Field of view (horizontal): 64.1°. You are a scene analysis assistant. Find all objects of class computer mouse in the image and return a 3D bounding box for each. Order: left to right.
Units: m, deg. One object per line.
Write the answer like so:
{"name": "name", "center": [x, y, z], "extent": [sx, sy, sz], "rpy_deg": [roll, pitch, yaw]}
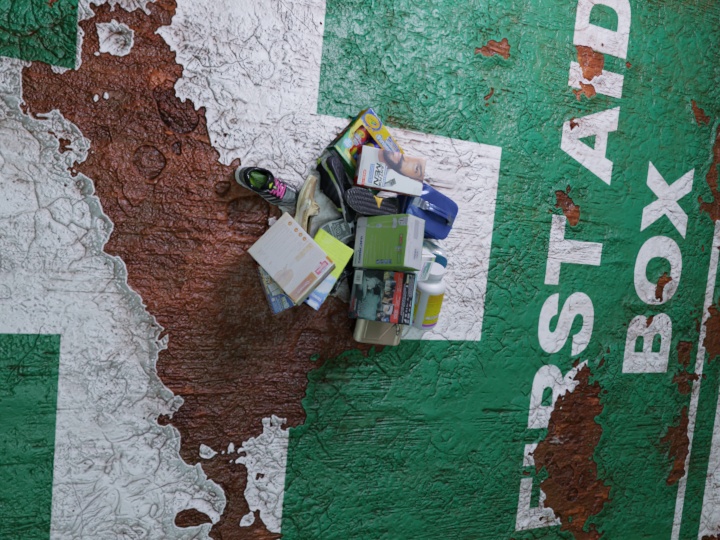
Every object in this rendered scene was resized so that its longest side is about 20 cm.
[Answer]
{"name": "computer mouse", "center": [-0.049, -0.134, 1.743], "extent": [0.197, 0.044, 0.112], "rpy_deg": [-23, 102, -22]}

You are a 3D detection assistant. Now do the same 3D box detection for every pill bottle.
{"name": "pill bottle", "center": [0.211, 0.079, 1.810], "extent": [0.102, 0.105, 0.204], "rpy_deg": [-5, 124, -22]}

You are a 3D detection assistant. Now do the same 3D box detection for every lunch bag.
{"name": "lunch bag", "center": [0.209, -0.179, 1.801], "extent": [0.197, 0.132, 0.138], "rpy_deg": [25, 86, -23]}

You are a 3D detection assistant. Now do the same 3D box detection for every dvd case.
{"name": "dvd case", "center": [0.063, 0.074, 1.659], "extent": [0.022, 0.196, 0.150], "rpy_deg": [21, 75, -64]}

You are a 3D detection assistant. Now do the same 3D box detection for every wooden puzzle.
{"name": "wooden puzzle", "center": [0.067, 0.137, 1.808], "extent": [0.197, 0.037, 0.190], "rpy_deg": [13, 90, -43]}

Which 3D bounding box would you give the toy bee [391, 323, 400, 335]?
{"name": "toy bee", "center": [0.074, 0.085, 1.719], "extent": [0.106, 0.202, 0.133], "rpy_deg": [1, 127, 18]}

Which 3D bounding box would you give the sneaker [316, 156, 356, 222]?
{"name": "sneaker", "center": [-0.074, -0.237, 1.697], "extent": [0.071, 0.081, 0.204], "rpy_deg": [-29, 102, -57]}

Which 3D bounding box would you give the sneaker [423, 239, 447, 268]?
{"name": "sneaker", "center": [0.185, -0.067, 1.838], "extent": [0.197, 0.081, 0.077], "rpy_deg": [28, 115, -4]}

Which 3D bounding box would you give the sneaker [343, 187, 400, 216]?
{"name": "sneaker", "center": [0.019, -0.191, 1.682], "extent": [0.197, 0.089, 0.072], "rpy_deg": [8, 85, -35]}

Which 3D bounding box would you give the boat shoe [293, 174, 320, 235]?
{"name": "boat shoe", "center": [-0.151, -0.173, 1.668], "extent": [0.065, 0.074, 0.205], "rpy_deg": [17, 99, 9]}

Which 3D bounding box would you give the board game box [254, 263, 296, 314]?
{"name": "board game box", "center": [-0.193, 0.020, 1.695], "extent": [0.197, 0.046, 0.155], "rpy_deg": [-22, 104, -20]}

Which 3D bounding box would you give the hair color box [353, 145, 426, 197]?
{"name": "hair color box", "center": [0.085, -0.287, 1.673], "extent": [0.195, 0.064, 0.114], "rpy_deg": [8, 92, -13]}

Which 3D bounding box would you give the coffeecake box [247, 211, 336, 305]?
{"name": "coffeecake box", "center": [-0.188, -0.031, 1.593], "extent": [0.153, 0.073, 0.200], "rpy_deg": [-44, 82, -5]}

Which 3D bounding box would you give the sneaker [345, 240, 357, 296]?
{"name": "sneaker", "center": [0.000, 0.000, 1.772], "extent": [0.082, 0.071, 0.205], "rpy_deg": [-21, 114, -31]}

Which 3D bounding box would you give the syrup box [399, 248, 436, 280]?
{"name": "syrup box", "center": [0.125, -0.051, 1.729], "extent": [0.080, 0.199, 0.080], "rpy_deg": [1, 118, -45]}

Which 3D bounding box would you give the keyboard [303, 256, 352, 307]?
{"name": "keyboard", "center": [-0.100, 0.023, 1.701], "extent": [0.103, 0.040, 0.201], "rpy_deg": [37, 82, -1]}

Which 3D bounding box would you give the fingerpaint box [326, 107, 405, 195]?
{"name": "fingerpaint box", "center": [0.024, -0.352, 1.731], "extent": [0.167, 0.073, 0.201], "rpy_deg": [-46, 111, -12]}

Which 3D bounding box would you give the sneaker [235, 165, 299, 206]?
{"name": "sneaker", "center": [-0.254, -0.236, 1.616], "extent": [0.197, 0.087, 0.075], "rpy_deg": [25, 86, -24]}

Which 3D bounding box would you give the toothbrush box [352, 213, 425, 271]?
{"name": "toothbrush box", "center": [0.080, -0.078, 1.658], "extent": [0.085, 0.197, 0.150], "rpy_deg": [13, 80, -48]}

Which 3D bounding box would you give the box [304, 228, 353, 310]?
{"name": "box", "center": [-0.120, -0.003, 1.656], "extent": [0.121, 0.048, 0.202], "rpy_deg": [32, 82, -4]}
